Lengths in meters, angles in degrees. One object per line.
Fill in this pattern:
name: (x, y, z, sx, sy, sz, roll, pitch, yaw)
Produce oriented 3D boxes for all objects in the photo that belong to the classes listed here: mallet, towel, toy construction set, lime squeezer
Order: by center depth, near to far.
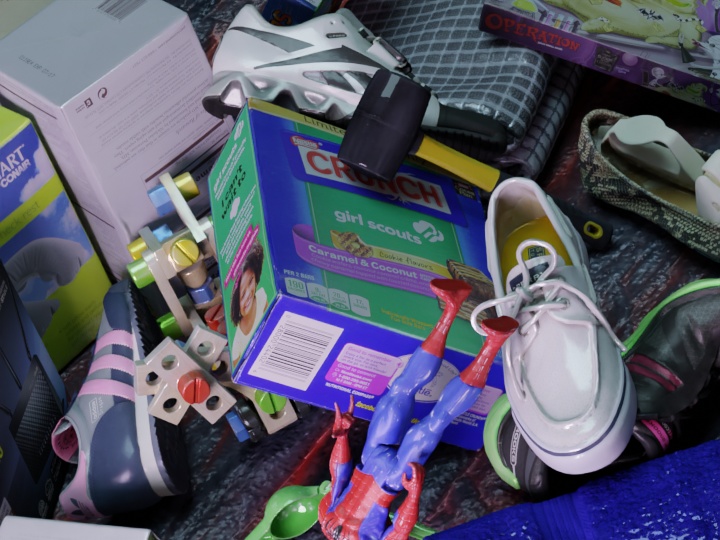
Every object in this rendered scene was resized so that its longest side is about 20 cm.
towel: (0.135, 0.167, 1.191, 0.200, 0.050, 0.148, -19, 45, 3)
lime squeezer: (-0.018, 0.154, 1.296, 0.200, 0.038, 0.071, -8, 41, 15)
toy construction set: (-0.091, 0.034, 1.389, 0.092, 0.131, 0.200, -21, 31, 6)
mallet: (0.081, -0.069, 1.394, 0.041, 0.200, 0.066, 21, 94, 64)
towel: (0.048, -0.131, 1.557, 0.200, 0.086, 0.166, 0, 43, 25)

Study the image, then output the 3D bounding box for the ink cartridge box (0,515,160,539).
ink cartridge box: (-0.186, 0.239, 1.252, 0.104, 0.059, 0.200, 2, 51, 27)

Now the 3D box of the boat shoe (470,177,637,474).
boat shoe: (0.104, 0.019, 1.254, 0.075, 0.086, 0.202, -20, 43, 15)

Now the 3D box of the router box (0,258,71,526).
router box: (-0.244, 0.112, 1.360, 0.062, 0.150, 0.200, -7, 41, 16)

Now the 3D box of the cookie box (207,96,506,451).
cookie box: (0.000, 0.000, 1.363, 0.171, 0.075, 0.200, 17, 33, -23)

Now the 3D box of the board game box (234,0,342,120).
board game box: (-0.047, -0.174, 1.579, 0.034, 0.200, 0.135, 32, 53, 0)

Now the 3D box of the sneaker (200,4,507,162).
sneaker: (0.004, -0.126, 1.438, 0.200, 0.074, 0.089, 14, 74, -2)

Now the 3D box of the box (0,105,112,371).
box: (-0.243, -0.013, 1.463, 0.048, 0.200, 0.122, 22, 56, 41)

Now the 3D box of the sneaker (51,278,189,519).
sneaker: (-0.164, 0.080, 1.425, 0.082, 0.070, 0.200, -23, 34, 6)

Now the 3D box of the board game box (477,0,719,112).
board game box: (0.193, -0.176, 1.520, 0.200, 0.032, 0.120, 20, 43, 8)

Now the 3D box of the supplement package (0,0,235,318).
supplement package: (-0.153, -0.082, 1.501, 0.110, 0.200, 0.114, -39, 43, -19)

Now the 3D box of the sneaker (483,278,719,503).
sneaker: (0.170, 0.076, 1.281, 0.200, 0.077, 0.084, -32, 45, 3)

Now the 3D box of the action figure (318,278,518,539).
action figure: (0.017, 0.102, 1.240, 0.065, 0.200, 0.052, 36, 22, 26)

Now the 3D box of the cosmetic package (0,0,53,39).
cosmetic package: (-0.225, -0.156, 1.723, 0.104, 0.073, 0.200, -38, 40, -19)

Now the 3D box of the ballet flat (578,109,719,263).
ballet flat: (0.209, -0.055, 1.402, 0.068, 0.075, 0.200, -39, 42, -21)
